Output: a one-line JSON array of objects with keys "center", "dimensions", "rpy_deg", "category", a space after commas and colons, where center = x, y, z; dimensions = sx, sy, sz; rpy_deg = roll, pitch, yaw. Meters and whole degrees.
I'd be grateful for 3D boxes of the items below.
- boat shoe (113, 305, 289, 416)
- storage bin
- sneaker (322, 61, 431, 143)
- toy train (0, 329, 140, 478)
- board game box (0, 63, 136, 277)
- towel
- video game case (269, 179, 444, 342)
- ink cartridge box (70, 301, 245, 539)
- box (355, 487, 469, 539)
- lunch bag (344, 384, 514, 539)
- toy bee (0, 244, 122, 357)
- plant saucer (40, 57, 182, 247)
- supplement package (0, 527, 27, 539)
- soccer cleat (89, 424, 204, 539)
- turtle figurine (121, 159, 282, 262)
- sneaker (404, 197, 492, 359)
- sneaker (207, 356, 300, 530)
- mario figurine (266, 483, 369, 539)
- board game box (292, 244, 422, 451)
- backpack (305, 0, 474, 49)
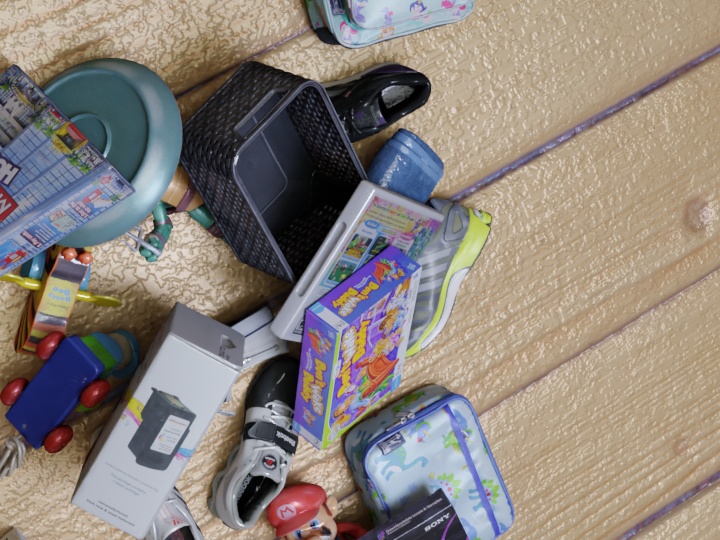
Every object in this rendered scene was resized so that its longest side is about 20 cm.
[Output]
[{"center": [-0.163, 0.124, 1.717], "dimensions": [0.202, 0.075, 0.086], "rpy_deg": [-32, 93, -20], "category": "boat shoe"}, {"center": [-0.083, -0.097, 1.617], "dimensions": [0.135, 0.094, 0.200], "rpy_deg": [-48, 137, -21], "category": "storage bin"}, {"center": [-0.017, -0.170, 1.715], "dimensions": [0.200, 0.088, 0.076], "rpy_deg": [-29, 109, -14], "category": "sneaker"}, {"center": [-0.314, 0.142, 1.652], "dimensions": [0.085, 0.116, 0.200], "rpy_deg": [45, 114, 10], "category": "toy train"}, {"center": [-0.355, -0.079, 1.536], "dimensions": [0.200, 0.200, 0.062], "rpy_deg": [-44, 153, -4], "category": "board game box"}, {"center": [0.016, -0.054, 1.745], "dimensions": [0.200, 0.049, 0.112], "rpy_deg": [-56, 153, -2], "category": "towel"}, {"center": [0.000, 0.000, 1.680], "dimensions": [0.182, 0.024, 0.200], "rpy_deg": [-58, 156, 7], "category": "video game case"}, {"center": [-0.201, 0.145, 1.593], "dimensions": [0.083, 0.146, 0.200], "rpy_deg": [29, 98, -8], "category": "ink cartridge box"}, {"center": [0.067, 0.352, 1.794], "dimensions": [0.143, 0.036, 0.200], "rpy_deg": [-31, 127, -6], "category": "box"}, {"center": [0.083, 0.242, 1.838], "dimensions": [0.161, 0.082, 0.200], "rpy_deg": [-27, 110, -18], "category": "lunch bag"}, {"center": [-0.311, -0.001, 1.618], "dimensions": [0.131, 0.109, 0.200], "rpy_deg": [-8, 103, -20], "category": "toy bee"}, {"center": [-0.271, -0.122, 1.576], "dimensions": [0.200, 0.200, 0.027], "rpy_deg": [-60, 152, -2], "category": "plant saucer"}, {"center": [-0.396, 0.385, 1.652], "dimensions": [0.200, 0.114, 0.110], "rpy_deg": [-40, 111, -9], "category": "supplement package"}, {"center": [-0.222, 0.249, 1.712], "dimensions": [0.069, 0.085, 0.200], "rpy_deg": [-33, 110, -13], "category": "soccer cleat"}, {"center": [-0.181, -0.085, 1.660], "dimensions": [0.200, 0.101, 0.150], "rpy_deg": [16, 109, -39], "category": "turtle figurine"}, {"center": [0.070, 0.007, 1.802], "dimensions": [0.081, 0.074, 0.200], "rpy_deg": [28, 83, -15], "category": "sneaker"}, {"center": [-0.099, 0.195, 1.752], "dimensions": [0.074, 0.088, 0.200], "rpy_deg": [20, 90, -22], "category": "sneaker"}, {"center": [-0.038, 0.326, 1.787], "dimensions": [0.123, 0.106, 0.200], "rpy_deg": [-50, 121, -29], "category": "mario figurine"}, {"center": [-0.005, 0.085, 1.696], "dimensions": [0.134, 0.045, 0.200], "rpy_deg": [-38, 152, -34], "category": "board game box"}, {"center": [0.022, -0.344, 1.673], "dimensions": [0.177, 0.151, 0.200], "rpy_deg": [-17, 101, -17], "category": "backpack"}]
